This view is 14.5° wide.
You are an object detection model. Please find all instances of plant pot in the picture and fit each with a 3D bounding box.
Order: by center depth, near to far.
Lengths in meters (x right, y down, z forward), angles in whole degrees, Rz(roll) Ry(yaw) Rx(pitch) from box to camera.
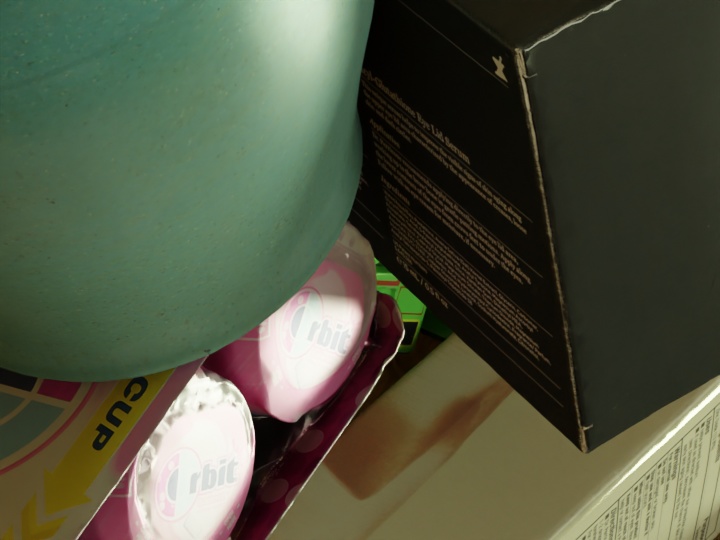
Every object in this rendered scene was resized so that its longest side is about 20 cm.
[{"bbox_3d":[-0.080,-0.078,0.713,0.200,0.199,0.188,-57,150,-25],"label":"plant pot"}]

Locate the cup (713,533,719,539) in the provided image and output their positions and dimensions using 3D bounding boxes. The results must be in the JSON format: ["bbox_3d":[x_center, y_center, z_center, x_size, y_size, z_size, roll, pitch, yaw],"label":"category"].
[{"bbox_3d":[0.195,0.142,1.102,0.200,0.200,0.144,-11,142,-50],"label":"cup"}]

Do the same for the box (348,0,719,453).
[{"bbox_3d":[0.030,-0.065,0.818,0.079,0.200,0.142,-29,132,-16],"label":"box"}]

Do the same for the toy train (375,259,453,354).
[{"bbox_3d":[0.000,0.000,0.951,0.200,0.042,0.057,3,108,-52],"label":"toy train"}]

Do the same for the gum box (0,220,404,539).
[{"bbox_3d":[-0.085,0.052,0.793,0.200,0.113,0.066,-55,137,-28],"label":"gum box"}]

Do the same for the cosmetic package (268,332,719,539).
[{"bbox_3d":[0.043,0.087,0.955,0.200,0.087,0.104,-38,147,-33],"label":"cosmetic package"}]
